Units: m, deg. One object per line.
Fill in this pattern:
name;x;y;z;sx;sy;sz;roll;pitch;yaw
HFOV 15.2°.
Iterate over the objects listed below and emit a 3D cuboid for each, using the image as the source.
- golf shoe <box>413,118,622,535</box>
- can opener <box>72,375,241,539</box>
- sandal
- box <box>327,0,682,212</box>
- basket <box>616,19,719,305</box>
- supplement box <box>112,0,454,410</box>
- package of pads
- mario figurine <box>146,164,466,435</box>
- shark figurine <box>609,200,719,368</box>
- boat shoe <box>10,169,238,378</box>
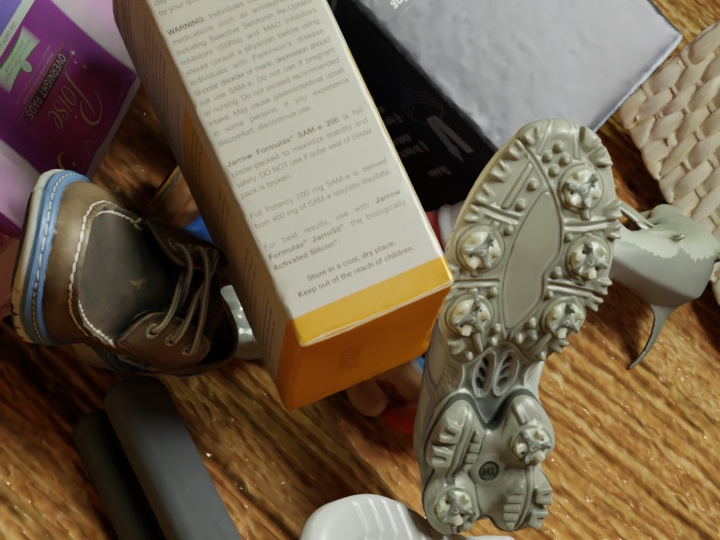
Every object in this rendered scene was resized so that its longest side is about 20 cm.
golf shoe;0.058;0.016;1.214;0.078;0.201;0.097;8;23;-16
can opener;-0.072;0.137;1.135;0.066;0.053;0.201;4;54;-46
sandal;0.023;0.154;1.237;0.202;0.050;0.083;22;55;-54
box;0.028;-0.137;1.368;0.117;0.197;0.200;-45;98;-13
basket;0.291;-0.073;1.619;0.161;0.200;0.199;-1;58;-52
supplement box;-0.036;-0.055;1.140;0.073;0.126;0.201;-23;78;-9
package of pads;-0.170;-0.077;1.216;0.120;0.076;0.200;39;35;-15
mario figurine;0.000;0.000;1.298;0.200;0.124;0.106;39;17;-6
shark figurine;0.148;0.009;1.501;0.128;0.090;0.214;27;13;31
boat shoe;-0.093;0.005;1.138;0.072;0.073;0.200;10;-6;10
